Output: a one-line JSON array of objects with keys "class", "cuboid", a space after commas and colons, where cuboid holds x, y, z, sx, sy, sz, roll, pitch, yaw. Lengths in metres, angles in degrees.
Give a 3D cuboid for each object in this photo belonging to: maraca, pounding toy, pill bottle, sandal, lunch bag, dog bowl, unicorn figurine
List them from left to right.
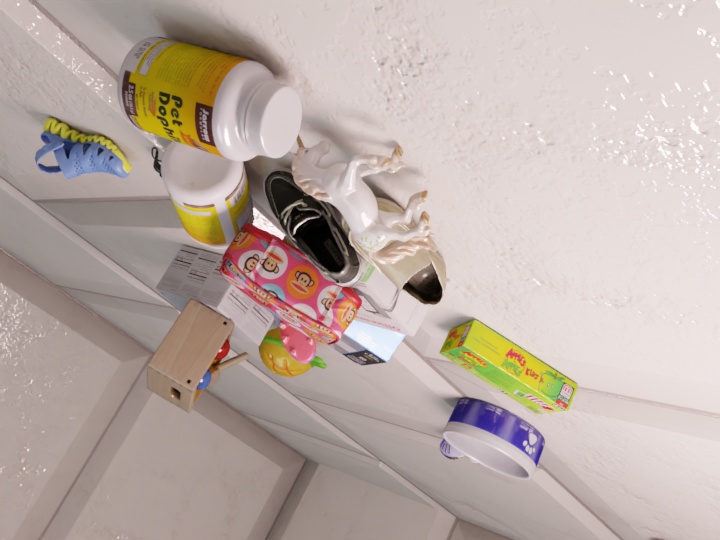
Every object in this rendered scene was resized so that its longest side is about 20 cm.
[{"class": "sandal", "cuboid": [-0.477, -0.188, 1.377, 0.198, 0.088, 0.080, 18, 156, 24]}, {"class": "pounding toy", "cuboid": [-0.315, 0.177, 1.608, 0.141, 0.185, 0.200, 29, 151, 0]}, {"class": "pill bottle", "cuboid": [-0.167, -0.189, 0.904, 0.198, 0.110, 0.110, 20, 159, 25]}, {"class": "pill bottle", "cuboid": [-0.211, -0.105, 1.148, 0.108, 0.110, 0.200, 26, 160, 8]}, {"class": "lunch bag", "cuboid": [-0.102, 0.027, 1.131, 0.199, 0.083, 0.176, 34, 164, -5]}, {"class": "maraca", "cuboid": [-0.155, 0.184, 1.808, 0.136, 0.108, 0.199, 32, 162, -30]}, {"class": "unicorn figurine", "cuboid": [-0.002, -0.091, 0.931, 0.136, 0.074, 0.202, -20, 98, 32]}, {"class": "dog bowl", "cuboid": [0.272, 0.344, 1.648, 0.198, 0.079, 0.201, 26, 160, 10]}]

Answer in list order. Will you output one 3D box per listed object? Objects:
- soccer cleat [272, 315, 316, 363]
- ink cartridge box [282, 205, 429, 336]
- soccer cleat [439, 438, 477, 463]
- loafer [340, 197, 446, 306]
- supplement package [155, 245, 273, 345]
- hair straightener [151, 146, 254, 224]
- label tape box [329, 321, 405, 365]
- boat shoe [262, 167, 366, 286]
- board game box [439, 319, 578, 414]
[{"class": "soccer cleat", "cuboid": [-0.132, 0.092, 1.521, 0.201, 0.066, 0.077, 56, 179, 27]}, {"class": "ink cartridge box", "cuboid": [0.000, 0.000, 1.170, 0.144, 0.085, 0.200, 13, 155, 40]}, {"class": "soccer cleat", "cuboid": [0.234, 0.398, 1.879, 0.074, 0.068, 0.200, 57, 159, -7]}, {"class": "loafer", "cuboid": [0.054, -0.021, 1.036, 0.199, 0.076, 0.069, 36, -158, -38]}, {"class": "supplement package", "cuboid": [-0.288, 0.051, 1.662, 0.198, 0.112, 0.156, 14, 155, 38]}, {"class": "hair straightener", "cuboid": [-0.250, -0.131, 1.287, 0.199, 0.041, 0.077, 41, 154, -17]}, {"class": "label tape box", "cuboid": [-0.007, 0.108, 1.481, 0.143, 0.064, 0.200, 34, 161, -14]}, {"class": "boat shoe", "cuboid": [-0.067, -0.065, 1.043, 0.200, 0.071, 0.064, 48, -171, 23]}, {"class": "board game box", "cuboid": [0.234, 0.157, 1.286, 0.198, 0.048, 0.102, 32, 160, -8]}]
